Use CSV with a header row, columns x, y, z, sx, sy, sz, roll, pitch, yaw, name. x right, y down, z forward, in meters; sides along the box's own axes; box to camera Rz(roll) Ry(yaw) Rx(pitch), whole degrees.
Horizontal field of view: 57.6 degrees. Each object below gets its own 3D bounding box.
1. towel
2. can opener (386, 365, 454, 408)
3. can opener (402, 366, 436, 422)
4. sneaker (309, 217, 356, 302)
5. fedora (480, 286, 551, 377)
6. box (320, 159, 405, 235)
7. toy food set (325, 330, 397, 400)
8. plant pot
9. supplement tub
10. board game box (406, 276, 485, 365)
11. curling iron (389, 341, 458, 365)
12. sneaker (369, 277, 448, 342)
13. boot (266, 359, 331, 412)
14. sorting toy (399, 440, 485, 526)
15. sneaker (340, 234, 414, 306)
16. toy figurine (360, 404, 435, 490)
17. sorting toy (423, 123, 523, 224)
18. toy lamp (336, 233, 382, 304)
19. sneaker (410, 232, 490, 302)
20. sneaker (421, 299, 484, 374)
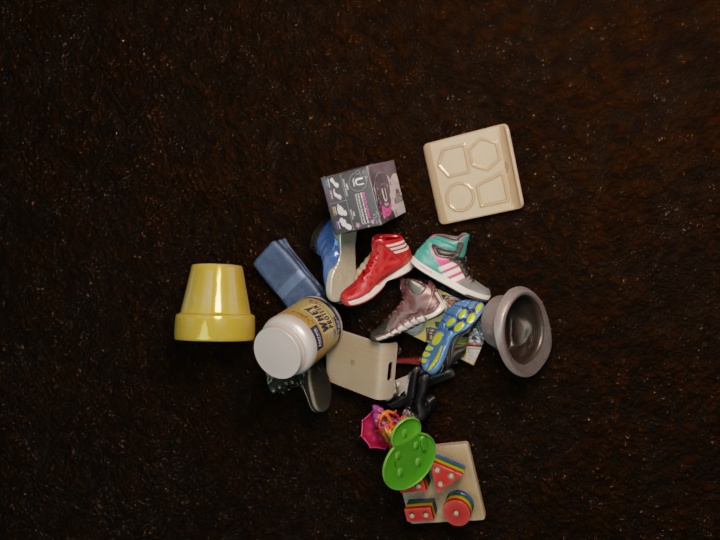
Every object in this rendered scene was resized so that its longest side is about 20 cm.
x,y,z,sx,sy,sz,roll,pitch,yaw,name
-0.174,0.025,1.642,0.112,0.049,0.200,-41,88,26,towel
0.141,0.271,1.591,0.199,0.053,0.066,-29,125,24,can opener
0.133,0.291,1.538,0.063,0.079,0.201,28,145,30,can opener
-0.070,-0.029,1.556,0.111,0.076,0.202,6,92,49,sneaker
0.332,0.130,1.446,0.090,0.177,0.201,5,134,51,fedora
0.014,-0.164,1.452,0.114,0.200,0.133,-11,98,22,box
-0.003,0.219,1.611,0.199,0.060,0.145,14,107,34,toy food set
-0.366,0.082,1.657,0.199,0.201,0.190,-1,85,20,plant pot
-0.143,0.155,1.526,0.143,0.200,0.145,8,110,23,supplement tub
0.203,0.117,1.536,0.199,0.035,0.136,25,109,13,board game box
0.138,0.206,1.566,0.199,0.026,0.050,5,100,30,curling iron
0.095,0.080,1.516,0.199,0.076,0.116,-26,87,13,sneaker
-0.157,0.286,1.649,0.153,0.073,0.205,-36,52,26,boot
0.187,0.537,1.615,0.198,0.070,0.201,-12,97,21,sorting toy
0.022,-0.014,1.493,0.199,0.078,0.116,-35,122,-12,sneaker
0.066,0.390,1.573,0.184,0.149,0.201,33,140,52,toy figurine
0.249,-0.211,1.451,0.199,0.036,0.186,-10,98,26,sorting toy
0.000,0.000,1.572,0.058,0.058,0.200,40,110,7,toy lamp
0.226,-0.022,1.476,0.199,0.084,0.121,28,103,-4,sneaker
0.212,0.150,1.487,0.071,0.083,0.200,37,97,37,sneaker
